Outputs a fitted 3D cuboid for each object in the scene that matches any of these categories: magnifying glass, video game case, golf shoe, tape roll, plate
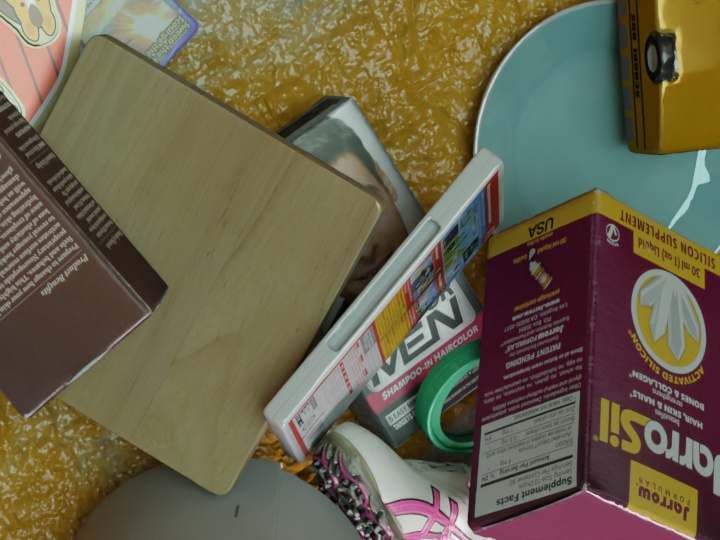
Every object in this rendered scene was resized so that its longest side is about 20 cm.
[{"bbox_3d":[0.116,0.080,1.685,0.199,0.022,0.080,3,120,-39],"label":"magnifying glass"},{"bbox_3d":[0.017,0.024,1.566,0.017,0.143,0.200,39,82,11],"label":"video game case"},{"bbox_3d":[0.038,0.146,1.659,0.092,0.072,0.200,-49,135,-12],"label":"golf shoe"},{"bbox_3d":[-0.088,0.231,1.574,0.201,0.139,0.204,0,113,1],"label":"tape roll"},{"bbox_3d":[0.163,-0.077,1.723,0.199,0.026,0.202,-2,95,-18],"label":"plate"},{"bbox_3d":[-0.228,-0.137,1.583,0.181,0.045,0.200,44,82,-15],"label":"video game case"}]

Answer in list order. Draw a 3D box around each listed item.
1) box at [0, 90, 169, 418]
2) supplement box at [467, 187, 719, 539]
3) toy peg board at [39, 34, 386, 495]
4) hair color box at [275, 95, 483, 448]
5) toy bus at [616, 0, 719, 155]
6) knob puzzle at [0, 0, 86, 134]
[{"bbox_3d":[-0.211,-0.028,1.495,0.100,0.075,0.200,-38,94,12],"label":"box"},{"bbox_3d":[0.149,0.073,1.596,0.130,0.103,0.201,25,57,-34],"label":"supplement box"},{"bbox_3d":[-0.108,-0.007,1.575,0.198,0.098,0.201,30,101,6],"label":"toy peg board"},{"bbox_3d":[0.000,0.000,1.660,0.099,0.061,0.201,-36,103,-11],"label":"hair color box"},{"bbox_3d":[0.202,-0.176,1.673,0.065,0.078,0.202,-7,97,-16],"label":"toy bus"},{"bbox_3d":[-0.248,-0.142,1.538,0.218,0.030,0.221,-2,95,-17],"label":"knob puzzle"}]
